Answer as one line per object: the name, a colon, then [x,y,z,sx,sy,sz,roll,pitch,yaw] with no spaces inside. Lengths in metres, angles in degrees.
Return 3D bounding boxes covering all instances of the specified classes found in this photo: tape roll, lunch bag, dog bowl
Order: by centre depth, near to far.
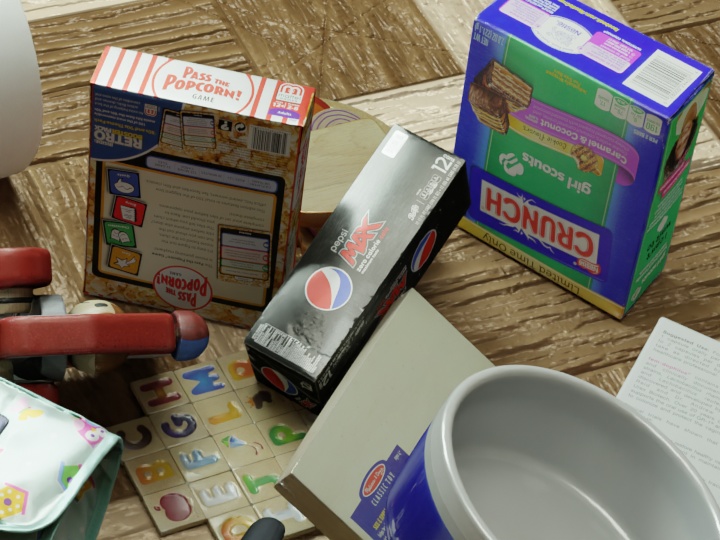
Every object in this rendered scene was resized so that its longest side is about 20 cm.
dog bowl: [0.117,0.156,1.402,0.199,0.079,0.201,22,36,-17]
lunch bag: [-0.254,0.156,1.446,0.169,0.122,0.201,22,81,12]
tape roll: [-0.308,-0.162,1.759,0.070,0.203,0.203,-19,50,-27]

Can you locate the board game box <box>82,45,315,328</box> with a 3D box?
board game box: [-0.117,-0.053,1.676,0.150,0.201,0.046,12,43,3]

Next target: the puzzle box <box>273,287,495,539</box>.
puzzle box: [0.035,0.120,1.603,0.133,0.025,0.200,44,46,-9]

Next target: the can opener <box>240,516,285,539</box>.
can opener: [-0.090,0.228,1.490,0.078,0.064,0.200,20,45,12]

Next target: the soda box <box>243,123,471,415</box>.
soda box: [0.000,0.000,1.676,0.063,0.071,0.201,29,70,18]

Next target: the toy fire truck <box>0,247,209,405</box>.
toy fire truck: [-0.192,0.044,1.581,0.167,0.200,0.113,-4,86,-19]

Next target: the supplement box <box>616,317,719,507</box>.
supplement box: [0.203,0.142,1.596,0.103,0.102,0.200,22,46,13]

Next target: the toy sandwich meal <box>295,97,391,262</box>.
toy sandwich meal: [-0.038,-0.081,1.810,0.203,0.071,0.206,5,44,-4]

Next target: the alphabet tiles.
alphabet tiles: [-0.067,0.119,1.646,0.199,0.006,0.167,-15,49,-23]

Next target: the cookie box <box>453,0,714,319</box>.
cookie box: [0.157,-0.090,1.757,0.171,0.201,0.075,30,49,22]
